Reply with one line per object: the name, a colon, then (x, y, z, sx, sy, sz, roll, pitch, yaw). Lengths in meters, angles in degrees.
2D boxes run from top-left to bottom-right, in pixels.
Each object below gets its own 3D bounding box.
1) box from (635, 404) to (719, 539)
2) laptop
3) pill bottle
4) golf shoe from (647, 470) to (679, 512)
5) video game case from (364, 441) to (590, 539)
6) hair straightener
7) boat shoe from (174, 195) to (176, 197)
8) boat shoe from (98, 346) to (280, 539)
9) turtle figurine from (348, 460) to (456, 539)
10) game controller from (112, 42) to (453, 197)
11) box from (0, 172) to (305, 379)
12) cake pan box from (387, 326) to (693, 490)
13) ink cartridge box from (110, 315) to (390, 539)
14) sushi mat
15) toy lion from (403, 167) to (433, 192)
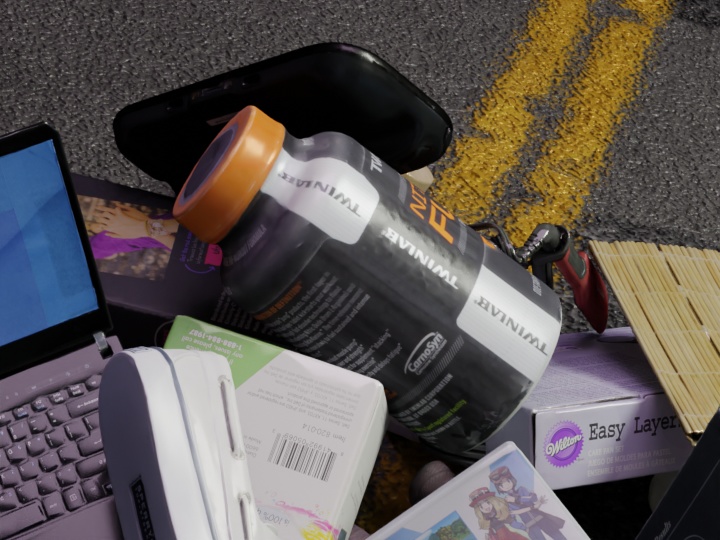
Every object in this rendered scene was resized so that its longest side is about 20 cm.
box: (0.218, 0.185, 0.841, 0.106, 0.149, 0.201, -2, 50, -20)
laptop: (-0.182, 0.064, 0.818, 0.176, 0.104, 0.201, -21, 67, -16)
pill bottle: (0.000, 0.000, 0.930, 0.199, 0.106, 0.107, 36, 28, -16)
golf shoe: (0.239, 0.167, 0.988, 0.199, 0.073, 0.092, 30, 36, 28)
video game case: (0.041, 0.200, 0.797, 0.199, 0.022, 0.183, -33, 62, -10)
hair straightener: (0.097, 0.005, 1.055, 0.076, 0.041, 0.200, -1, -10, 15)
boat shoe: (-0.075, -0.001, 1.164, 0.074, 0.063, 0.200, -5, 37, -28)
boat shoe: (-0.064, 0.129, 0.798, 0.065, 0.073, 0.202, -2, 75, -34)
turtle figurine: (0.078, 0.178, 0.905, 0.149, 0.102, 0.199, -16, 36, -37)
game controller: (-0.047, -0.076, 0.988, 0.199, 0.104, 0.042, -12, 47, 40)
box: (-0.124, 0.033, 1.028, 0.198, 0.123, 0.106, 14, 39, 5)
cake pan box: (0.132, 0.077, 1.051, 0.198, 0.053, 0.184, -6, 7, -27)
ink cartridge box: (-0.071, 0.139, 0.888, 0.116, 0.067, 0.202, 18, 70, 10)
sushi mat: (0.196, 0.039, 1.008, 0.095, 0.012, 0.201, 5, 30, -13)
toy lion: (-0.025, -0.044, 1.170, 0.191, 0.069, 0.201, 29, 22, -28)
